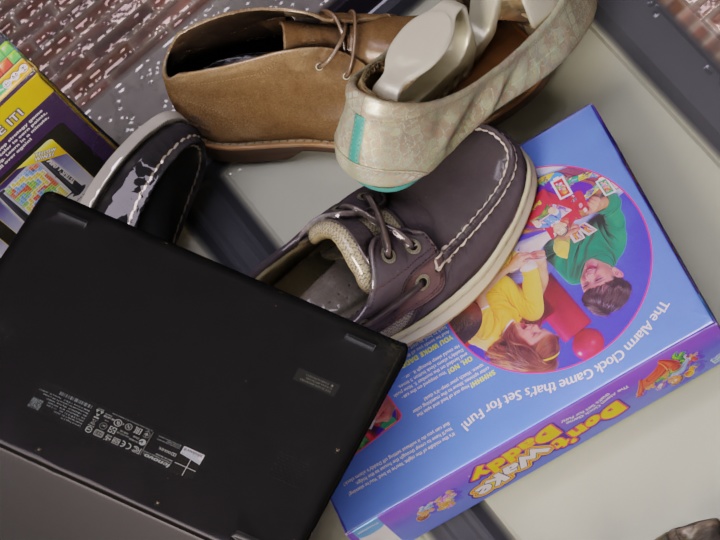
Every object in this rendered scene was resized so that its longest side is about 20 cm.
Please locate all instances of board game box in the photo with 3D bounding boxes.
[{"bbox_3d":[-0.213,-0.015,1.402,0.200,0.165,0.057,-44,61,-1],"label":"board game box"},{"bbox_3d":[0.059,0.029,1.348,0.200,0.045,0.135,-30,61,7],"label":"board game box"}]

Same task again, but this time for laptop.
[{"bbox_3d":[-0.106,0.102,1.270,0.187,0.116,0.200,23,59,11],"label":"laptop"}]

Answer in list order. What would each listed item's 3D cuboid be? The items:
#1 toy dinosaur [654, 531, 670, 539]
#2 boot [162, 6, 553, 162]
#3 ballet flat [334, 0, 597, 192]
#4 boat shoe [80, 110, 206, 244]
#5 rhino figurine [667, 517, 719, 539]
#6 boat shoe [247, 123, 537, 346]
[{"bbox_3d":[0.055,0.179,1.282,0.200,0.048,0.088,-42,35,-25],"label":"toy dinosaur"},{"bbox_3d":[-0.003,-0.101,1.409,0.199,0.075,0.074,-8,60,15],"label":"boot"},{"bbox_3d":[0.056,-0.110,1.333,0.067,0.062,0.200,21,46,23],"label":"ballet flat"},{"bbox_3d":[-0.123,0.017,1.407,0.060,0.074,0.200,27,83,28],"label":"boat shoe"},{"bbox_3d":[0.106,0.167,1.226,0.199,0.060,0.088,-15,82,-18],"label":"rhino figurine"},{"bbox_3d":[0.000,0.000,1.312,0.200,0.065,0.072,-40,57,-7],"label":"boat shoe"}]
